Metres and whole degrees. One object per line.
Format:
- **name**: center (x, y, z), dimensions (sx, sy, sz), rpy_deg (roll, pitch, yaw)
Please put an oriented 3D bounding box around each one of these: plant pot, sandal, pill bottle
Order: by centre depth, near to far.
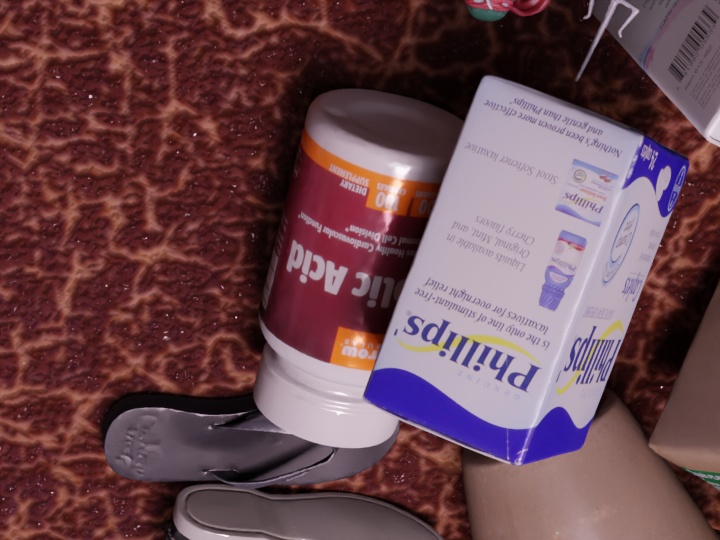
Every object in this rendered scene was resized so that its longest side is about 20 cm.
- **pill bottle**: center (0.000, 0.000, 1.287), dimensions (0.113, 0.114, 0.201), rpy_deg (8, 114, -15)
- **sandal**: center (-0.069, 0.116, 1.370), dimensions (0.199, 0.043, 0.077), rpy_deg (-5, 117, -9)
- **plant pot**: center (0.148, 0.180, 1.381), dimensions (0.199, 0.200, 0.176), rpy_deg (-24, 101, 1)

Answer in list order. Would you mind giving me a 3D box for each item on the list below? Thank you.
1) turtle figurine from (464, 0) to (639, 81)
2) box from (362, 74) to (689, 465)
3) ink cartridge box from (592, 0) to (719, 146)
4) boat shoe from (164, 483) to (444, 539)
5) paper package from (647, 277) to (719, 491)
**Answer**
- **turtle figurine**: center (0.091, -0.217, 1.209), dimensions (0.149, 0.101, 0.202), rpy_deg (3, 101, -29)
- **box**: center (0.104, 0.002, 1.233), dimensions (0.104, 0.184, 0.201), rpy_deg (22, 95, 17)
- **ink cartridge box**: center (0.231, -0.164, 1.208), dimensions (0.082, 0.200, 0.146), rpy_deg (21, 111, -24)
- **boat shoe**: center (-0.037, 0.192, 1.399), dimensions (0.199, 0.074, 0.061), rpy_deg (8, 123, -22)
- **paper package**: center (0.306, 0.061, 1.304), dimensions (0.103, 0.200, 0.191), rpy_deg (35, 73, -25)
